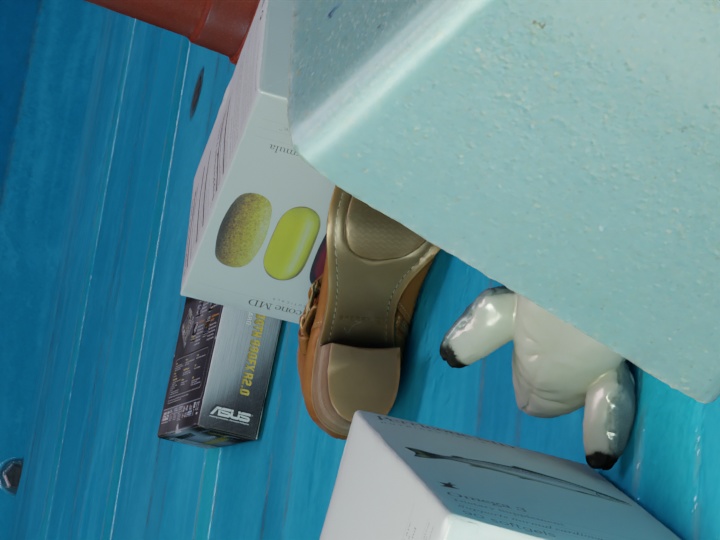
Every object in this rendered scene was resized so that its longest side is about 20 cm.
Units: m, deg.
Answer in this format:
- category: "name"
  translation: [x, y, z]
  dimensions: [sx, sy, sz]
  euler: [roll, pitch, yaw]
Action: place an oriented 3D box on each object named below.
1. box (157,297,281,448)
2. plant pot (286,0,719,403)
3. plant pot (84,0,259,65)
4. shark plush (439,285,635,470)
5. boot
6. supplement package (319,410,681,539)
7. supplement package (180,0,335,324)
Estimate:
- category: "box"
  translation: [-0.104, 0.054, 2.084]
  dimensions: [0.200, 0.048, 0.159]
  euler: [155, 128, -75]
- category: "plant pot"
  translation: [0.112, -0.115, 0.947]
  dimensions: [0.200, 0.195, 0.197]
  euler: [-43, 29, 32]
- category: "plant pot"
  translation: [-0.183, -0.310, 2.504]
  dimensions: [0.201, 0.194, 0.202]
  euler: [-167, 90, -78]
- category: "shark plush"
  translation: [0.104, -0.014, 1.158]
  dimensions: [0.083, 0.091, 0.201]
  euler: [-40, -30, -55]
- category: "boot"
  translation: [0.000, 0.000, 1.610]
  dimensions: [0.155, 0.073, 0.201]
  euler: [162, 124, -81]
- category: "supplement package"
  translation: [0.052, 0.141, 1.088]
  dimensions: [0.200, 0.116, 0.118]
  euler: [-143, 67, -76]
- category: "supplement package"
  translation: [-0.037, -0.072, 1.755]
  dimensions: [0.200, 0.113, 0.110]
  euler: [114, 165, -46]
